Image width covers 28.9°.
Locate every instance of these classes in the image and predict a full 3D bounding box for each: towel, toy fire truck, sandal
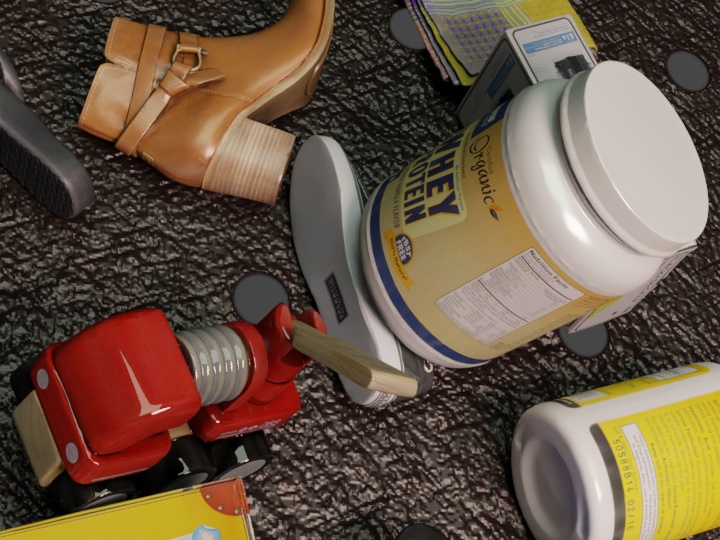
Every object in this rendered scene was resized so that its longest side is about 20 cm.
[{"bbox_3d":[0.099,-0.236,1.137,0.142,0.023,0.202,-12,64,-22],"label":"towel"},{"bbox_3d":[-0.081,0.067,0.816,0.175,0.200,0.130,-6,62,-47],"label":"toy fire truck"},{"bbox_3d":[-0.252,-0.120,0.951,0.200,0.076,0.043,47,62,-4],"label":"sandal"}]

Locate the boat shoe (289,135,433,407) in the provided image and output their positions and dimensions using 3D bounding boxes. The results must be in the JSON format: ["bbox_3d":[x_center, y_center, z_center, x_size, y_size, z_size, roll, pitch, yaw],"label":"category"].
[{"bbox_3d":[0.000,0.000,0.980,0.056,0.068,0.203,1,65,-37],"label":"boat shoe"}]

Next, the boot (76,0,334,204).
[{"bbox_3d":[-0.106,-0.154,1.014,0.153,0.074,0.202,20,58,-3],"label":"boot"}]

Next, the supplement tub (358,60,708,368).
[{"bbox_3d":[0.110,-0.034,0.908,0.143,0.199,0.146,25,50,-35],"label":"supplement tub"}]

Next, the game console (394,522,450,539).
[{"bbox_3d":[0.075,0.240,0.779,0.199,0.171,0.119,36,81,9],"label":"game console"}]

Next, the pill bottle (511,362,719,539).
[{"bbox_3d":[0.212,0.125,0.953,0.197,0.112,0.113,-12,69,-22],"label":"pill bottle"}]

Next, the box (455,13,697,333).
[{"bbox_3d":[0.154,-0.070,1.029,0.059,0.117,0.202,-17,72,-25],"label":"box"}]

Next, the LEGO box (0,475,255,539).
[{"bbox_3d":[-0.145,0.216,0.773,0.197,0.078,0.150,-11,52,-10],"label":"LEGO box"}]
